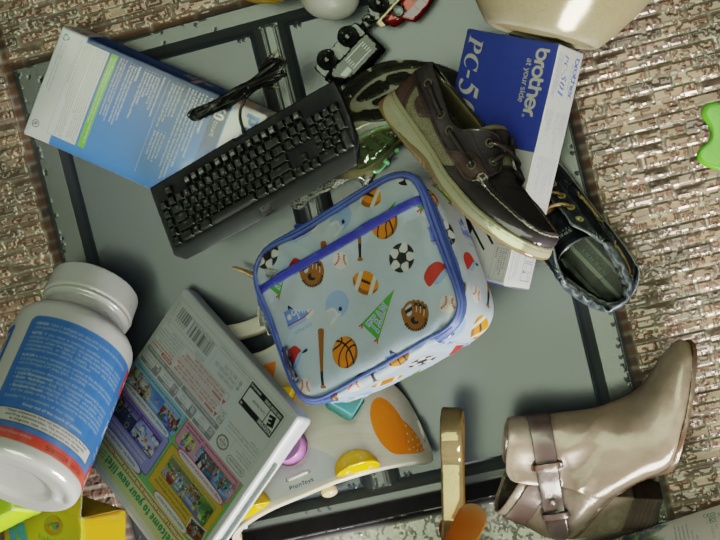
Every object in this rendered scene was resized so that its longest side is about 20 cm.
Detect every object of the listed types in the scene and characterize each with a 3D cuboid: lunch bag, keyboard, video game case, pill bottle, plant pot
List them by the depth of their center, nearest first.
[{"bbox_3d":[0.159,-0.252,1.403,0.199,0.200,0.135,14,94,8],"label":"plant pot"},{"bbox_3d":[0.003,0.014,1.454,0.199,0.075,0.161,-28,74,28],"label":"lunch bag"},{"bbox_3d":[-0.096,-0.104,1.474,0.199,0.021,0.128,-28,71,24],"label":"keyboard"},{"bbox_3d":[-0.262,0.096,1.522,0.112,0.112,0.201,14,59,8],"label":"pill bottle"},{"bbox_3d":[-0.149,0.143,1.538,0.182,0.022,0.200,-55,50,11],"label":"video game case"}]

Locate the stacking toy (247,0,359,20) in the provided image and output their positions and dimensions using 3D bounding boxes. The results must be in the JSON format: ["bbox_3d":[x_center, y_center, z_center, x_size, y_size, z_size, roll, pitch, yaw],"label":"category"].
[{"bbox_3d":[-0.090,-0.272,1.491,0.199,0.146,0.146,32,101,-6],"label":"stacking toy"}]

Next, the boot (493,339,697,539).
[{"bbox_3d":[0.195,0.143,1.502,0.145,0.070,0.201,9,108,-4],"label":"boot"}]

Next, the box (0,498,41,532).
[{"bbox_3d":[-0.388,0.200,1.592,0.199,0.048,0.122,-28,67,21],"label":"box"}]

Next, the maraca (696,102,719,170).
[{"bbox_3d":[0.366,-0.079,1.440,0.137,0.107,0.200,-44,88,3],"label":"maraca"}]

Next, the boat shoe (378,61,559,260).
[{"bbox_3d":[0.093,-0.090,1.404,0.065,0.072,0.200,-52,58,19],"label":"boat shoe"}]

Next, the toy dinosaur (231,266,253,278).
[{"bbox_3d":[0.000,0.000,1.546,0.199,0.060,0.107,-30,64,9],"label":"toy dinosaur"}]

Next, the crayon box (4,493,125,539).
[{"bbox_3d":[-0.267,0.272,1.582,0.127,0.051,0.201,9,100,46],"label":"crayon box"}]

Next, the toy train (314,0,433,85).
[{"bbox_3d":[0.039,-0.235,1.515,0.046,0.034,0.200,43,101,-1],"label":"toy train"}]

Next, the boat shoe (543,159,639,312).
[{"bbox_3d":[0.161,-0.049,1.486,0.200,0.091,0.071,45,101,2],"label":"boat shoe"}]

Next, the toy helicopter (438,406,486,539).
[{"bbox_3d":[0.077,0.218,1.508,0.078,0.132,0.201,-1,96,10],"label":"toy helicopter"}]

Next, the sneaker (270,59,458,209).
[{"bbox_3d":[0.005,-0.115,1.526,0.199,0.089,0.077,-22,50,-4],"label":"sneaker"}]

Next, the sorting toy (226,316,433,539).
[{"bbox_3d":[-0.066,0.118,1.554,0.199,0.107,0.181,-24,73,11],"label":"sorting toy"}]

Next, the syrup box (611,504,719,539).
[{"bbox_3d":[0.239,0.277,1.506,0.199,0.079,0.082,-19,109,11],"label":"syrup box"}]

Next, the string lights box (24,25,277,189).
[{"bbox_3d":[-0.183,-0.129,1.551,0.199,0.059,0.103,24,100,6],"label":"string lights box"}]

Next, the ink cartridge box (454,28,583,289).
[{"bbox_3d":[0.114,-0.092,1.459,0.094,0.044,0.201,16,94,36],"label":"ink cartridge box"}]
